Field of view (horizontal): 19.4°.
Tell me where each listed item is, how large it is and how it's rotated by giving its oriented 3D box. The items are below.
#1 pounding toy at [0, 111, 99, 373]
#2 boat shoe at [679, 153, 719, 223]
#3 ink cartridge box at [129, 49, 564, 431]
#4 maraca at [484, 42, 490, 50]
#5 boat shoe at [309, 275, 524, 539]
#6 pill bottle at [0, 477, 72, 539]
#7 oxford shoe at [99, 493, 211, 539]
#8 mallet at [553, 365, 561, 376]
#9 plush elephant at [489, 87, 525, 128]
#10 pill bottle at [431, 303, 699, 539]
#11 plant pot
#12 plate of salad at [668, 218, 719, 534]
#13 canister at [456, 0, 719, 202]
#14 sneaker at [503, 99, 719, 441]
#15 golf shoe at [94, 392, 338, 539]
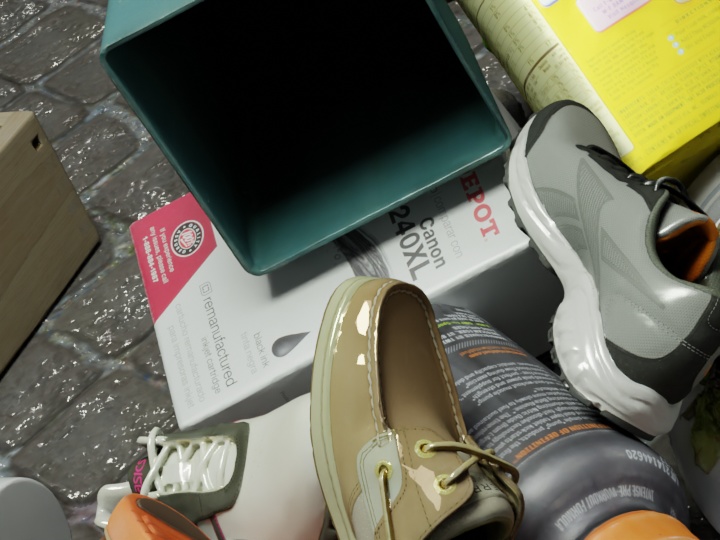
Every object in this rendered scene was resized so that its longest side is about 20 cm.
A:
[{"bbox_3d":[-0.302,-0.013,1.249,0.199,0.143,0.184,0,40,32],"label":"pounding toy"},{"bbox_3d":[0.252,-0.044,1.017,0.199,0.072,0.069,-20,46,3],"label":"boat shoe"},{"bbox_3d":[0.000,0.000,1.044,0.199,0.083,0.146,-29,47,10],"label":"ink cartridge box"},{"bbox_3d":[0.134,-0.169,1.212,0.137,0.107,0.200,-21,17,15],"label":"maraca"},{"bbox_3d":[0.030,0.096,0.804,0.066,0.201,0.074,-16,-12,40],"label":"boat shoe"},{"bbox_3d":[-0.244,0.144,1.025,0.199,0.113,0.112,-6,38,27],"label":"pill bottle"},{"bbox_3d":[-0.062,0.171,0.812,0.073,0.071,0.200,-52,35,8],"label":"oxford shoe"},{"bbox_3d":[0.117,0.014,1.048,0.066,0.041,0.201,-18,38,16],"label":"mallet"},{"bbox_3d":[-0.030,-0.107,1.192,0.165,0.155,0.200,-41,38,-24],"label":"plush elephant"},{"bbox_3d":[0.068,0.098,0.895,0.106,0.107,0.200,-33,34,-13],"label":"pill bottle"},{"bbox_3d":[-0.034,-0.130,1.020,0.141,0.142,0.200,-27,33,10],"label":"plant pot"},{"bbox_3d":[0.205,0.033,0.874,0.199,0.048,0.201,-15,67,39],"label":"plate of salad"},{"bbox_3d":[0.130,-0.139,1.061,0.148,0.087,0.200,-32,71,-1],"label":"canister"},{"bbox_3d":[0.119,-0.014,0.917,0.079,0.074,0.201,-47,31,24],"label":"sneaker"},{"bbox_3d":[-0.056,0.099,0.909,0.200,0.088,0.078,132,153,-59],"label":"golf shoe"}]
